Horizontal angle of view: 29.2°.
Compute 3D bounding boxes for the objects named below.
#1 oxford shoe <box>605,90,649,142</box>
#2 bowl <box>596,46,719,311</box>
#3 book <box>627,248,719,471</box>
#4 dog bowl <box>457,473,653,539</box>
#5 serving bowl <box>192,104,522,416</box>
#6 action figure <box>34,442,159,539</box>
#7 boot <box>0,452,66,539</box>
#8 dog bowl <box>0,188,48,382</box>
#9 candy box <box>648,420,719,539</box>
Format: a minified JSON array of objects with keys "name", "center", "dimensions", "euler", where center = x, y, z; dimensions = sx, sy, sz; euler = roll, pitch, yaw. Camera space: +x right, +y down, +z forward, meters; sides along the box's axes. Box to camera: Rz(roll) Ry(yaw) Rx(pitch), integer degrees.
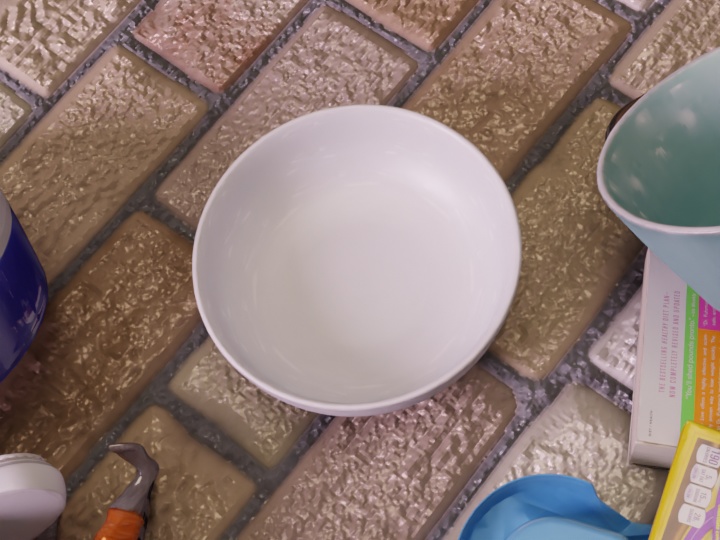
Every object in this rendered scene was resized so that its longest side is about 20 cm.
[{"name":"oxford shoe","center":[0.248,-0.117,0.867],"dimensions":[0.198,0.085,0.073],"euler":[-19,67,-1]},{"name":"bowl","center":[0.242,-0.046,0.764],"dimensions":[0.199,0.105,0.201],"euler":[-24,29,14]},{"name":"book","center":[0.262,0.058,0.808],"dimensions":[0.198,0.048,0.135],"euler":[7,66,8]},{"name":"dog bowl","center":[0.148,0.186,0.760],"dimensions":[0.198,0.050,0.112],"euler":[14,68,13]},{"name":"serving bowl","center":[0.000,0.000,0.851],"dimensions":[0.198,0.066,0.202],"euler":[-3,66,6]},{"name":"action figure","center":[-0.125,0.198,0.760],"dimensions":[0.199,0.104,0.195],"euler":[-18,68,26]},{"name":"boot","center":[-0.245,0.120,0.787],"dimensions":[0.199,0.073,0.096],"euler":[-28,57,28]},{"name":"dog bowl","center":[-0.291,0.020,0.824],"dimensions":[0.198,0.079,0.201],"euler":[-14,37,11]},{"name":"candy box","center":[0.188,0.186,0.714],"dimensions":[0.101,0.026,0.201],"euler":[18,70,12]}]
